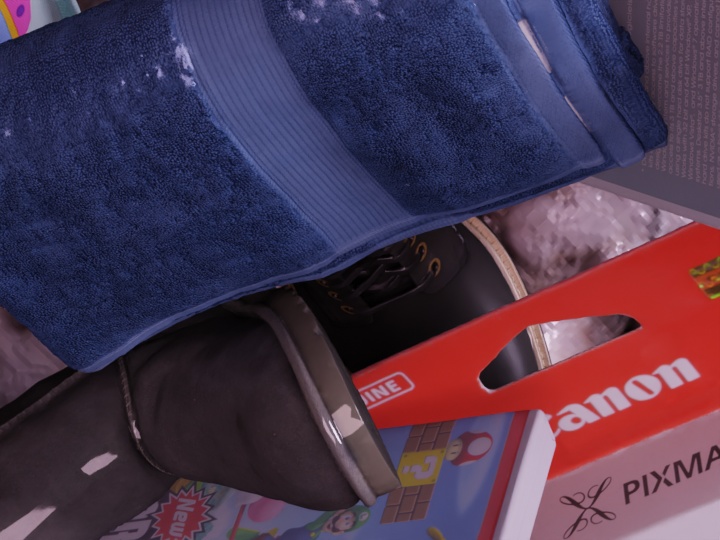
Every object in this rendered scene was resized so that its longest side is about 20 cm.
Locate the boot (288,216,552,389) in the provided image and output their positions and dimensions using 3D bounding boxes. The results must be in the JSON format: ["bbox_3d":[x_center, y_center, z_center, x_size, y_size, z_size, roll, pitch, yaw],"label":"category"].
[{"bbox_3d":[0.000,0.000,0.752,0.077,0.138,0.200,-35,103,9],"label":"boot"}]

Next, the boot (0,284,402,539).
[{"bbox_3d":[-0.098,0.077,0.694,0.199,0.182,0.073,-29,104,-12],"label":"boot"}]

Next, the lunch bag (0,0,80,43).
[{"bbox_3d":[-0.182,-0.083,0.697,0.169,0.122,0.201,7,144,26],"label":"lunch bag"}]

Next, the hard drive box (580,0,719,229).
[{"bbox_3d":[0.142,-0.066,0.679,0.155,0.200,0.077,-8,108,-28],"label":"hard drive box"}]

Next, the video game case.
[{"bbox_3d":[-0.046,0.107,0.709,0.199,0.143,0.018,-9,124,25],"label":"video game case"}]

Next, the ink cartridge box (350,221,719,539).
[{"bbox_3d":[0.097,0.073,0.761,0.199,0.044,0.174,-25,132,22],"label":"ink cartridge box"}]

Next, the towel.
[{"bbox_3d":[-0.025,-0.039,0.620,0.199,0.049,0.112,-18,141,18],"label":"towel"}]
